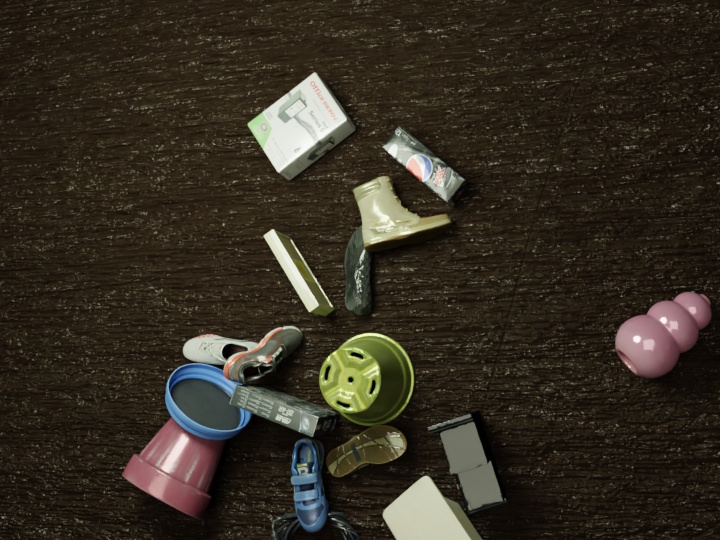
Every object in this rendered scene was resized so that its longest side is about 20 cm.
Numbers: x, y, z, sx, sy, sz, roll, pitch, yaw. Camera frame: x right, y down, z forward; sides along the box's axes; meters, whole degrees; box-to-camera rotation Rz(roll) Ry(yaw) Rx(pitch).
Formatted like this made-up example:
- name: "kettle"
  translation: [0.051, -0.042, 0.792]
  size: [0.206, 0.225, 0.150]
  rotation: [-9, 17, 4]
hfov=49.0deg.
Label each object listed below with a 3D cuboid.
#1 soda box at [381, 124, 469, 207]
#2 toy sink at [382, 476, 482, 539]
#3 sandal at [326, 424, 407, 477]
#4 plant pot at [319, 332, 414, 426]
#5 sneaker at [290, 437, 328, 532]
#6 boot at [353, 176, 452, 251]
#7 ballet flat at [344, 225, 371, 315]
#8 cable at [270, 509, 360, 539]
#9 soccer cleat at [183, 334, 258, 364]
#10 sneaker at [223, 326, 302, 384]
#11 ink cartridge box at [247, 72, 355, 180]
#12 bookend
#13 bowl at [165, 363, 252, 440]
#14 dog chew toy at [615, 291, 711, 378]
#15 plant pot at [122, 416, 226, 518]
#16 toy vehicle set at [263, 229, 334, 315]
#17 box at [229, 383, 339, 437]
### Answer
- name: "soda box"
  translation: [0.143, -0.228, 1.732]
  size: [0.200, 0.071, 0.064]
  rotation: [42, 97, 16]
- name: "toy sink"
  translation: [0.159, 0.540, 1.595]
  size: [0.130, 0.112, 0.200]
  rotation: [-42, 56, 5]
- name: "sandal"
  translation: [0.015, 0.388, 1.700]
  size: [0.199, 0.054, 0.081]
  rotation: [-29, 70, 25]
- name: "plant pot"
  translation: [0.000, 0.228, 1.652]
  size: [0.198, 0.184, 0.203]
  rotation: [-2, 82, 15]
- name: "sneaker"
  translation: [-0.114, 0.452, 1.683]
  size: [0.073, 0.082, 0.202]
  rotation: [-11, 62, 8]
- name: "boot"
  translation: [0.091, -0.136, 1.735]
  size: [0.197, 0.073, 0.157]
  rotation: [-14, 70, 3]
- name: "ballet flat"
  translation: [0.000, 0.000, 1.760]
  size: [0.066, 0.056, 0.203]
  rotation: [-5, 75, 42]
- name: "cable"
  translation: [-0.096, 0.598, 1.697]
  size: [0.197, 0.051, 0.165]
  rotation: [-10, 79, 12]
- name: "soccer cleat"
  translation: [-0.318, 0.181, 1.792]
  size: [0.197, 0.085, 0.070]
  rotation: [4, 84, 15]
- name: "sneaker"
  translation: [-0.197, 0.195, 1.722]
  size: [0.199, 0.078, 0.082]
  rotation: [-31, 35, -28]
- name: "ink cartridge box"
  translation: [-0.134, -0.329, 1.811]
  size: [0.199, 0.084, 0.146]
  rotation: [-36, 75, 8]
- name: "bookend"
  translation: [0.216, 0.389, 1.566]
  size: [0.091, 0.199, 0.202]
  rotation: [-19, 79, 9]
- name: "bowl"
  translation: [-0.333, 0.288, 1.730]
  size: [0.200, 0.200, 0.040]
  rotation: [40, 117, 16]
- name: "dog chew toy"
  translation: [0.600, 0.117, 1.547]
  size: [0.199, 0.125, 0.125]
  rotation: [-38, 75, -1]
- name: "plant pot"
  translation: [-0.391, 0.416, 1.737]
  size: [0.198, 0.200, 0.180]
  rotation: [24, 74, 16]
- name: "toy vehicle set"
  translation: [-0.134, 0.007, 1.747]
  size: [0.026, 0.124, 0.201]
  rotation: [-34, 75, 8]
- name: "box"
  translation: [-0.160, 0.297, 1.697]
  size: [0.198, 0.160, 0.044]
  rotation: [18, 88, 15]
